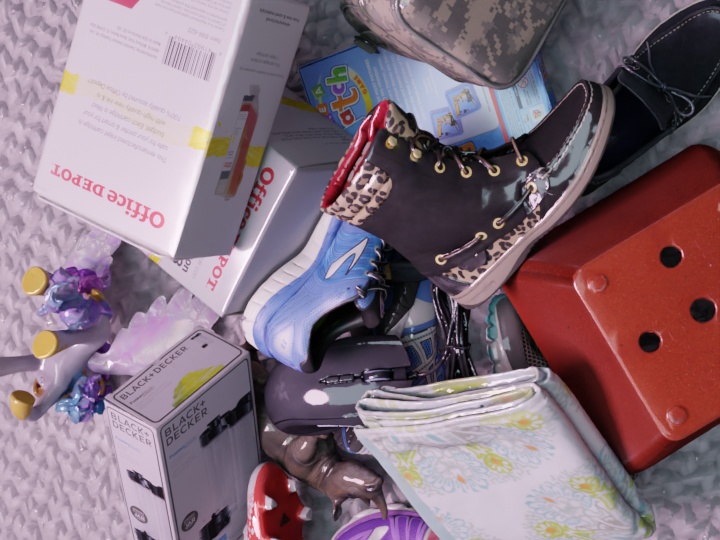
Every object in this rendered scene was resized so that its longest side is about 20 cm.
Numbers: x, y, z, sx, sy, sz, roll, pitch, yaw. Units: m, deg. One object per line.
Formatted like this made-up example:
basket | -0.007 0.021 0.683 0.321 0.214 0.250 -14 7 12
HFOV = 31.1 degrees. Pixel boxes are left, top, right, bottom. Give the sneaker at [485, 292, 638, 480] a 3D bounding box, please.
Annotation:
sneaker | 0.168 0.105 1.076 0.091 0.078 0.201 -23 94 6

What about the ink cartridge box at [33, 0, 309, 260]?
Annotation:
ink cartridge box | -0.143 -0.126 0.957 0.145 0.083 0.201 25 103 25

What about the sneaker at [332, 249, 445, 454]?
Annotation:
sneaker | 0.035 0.062 1.114 0.076 0.077 0.201 15 89 60

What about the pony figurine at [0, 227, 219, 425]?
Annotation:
pony figurine | -0.248 0.057 1.156 0.166 0.200 0.193 37 91 18

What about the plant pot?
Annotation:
plant pot | 0.236 0.029 0.952 0.200 0.176 0.200 -31 87 1

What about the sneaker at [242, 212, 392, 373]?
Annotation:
sneaker | 0.000 0.000 1.029 0.089 0.079 0.200 37 87 30

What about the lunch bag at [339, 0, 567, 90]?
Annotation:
lunch bag | 0.077 -0.252 0.990 0.139 0.168 0.201 28 91 -31

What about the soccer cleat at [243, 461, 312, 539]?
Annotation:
soccer cleat | -0.084 0.264 1.157 0.085 0.069 0.201 1 112 32

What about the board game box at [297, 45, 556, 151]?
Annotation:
board game box | 0.062 -0.133 1.091 0.199 0.037 0.152 -18 91 19

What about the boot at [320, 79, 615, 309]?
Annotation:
boot | 0.078 -0.080 0.950 0.150 0.073 0.200 28 117 -17

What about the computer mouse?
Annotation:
computer mouse | 0.000 0.061 1.051 0.199 0.046 0.141 -6 77 27

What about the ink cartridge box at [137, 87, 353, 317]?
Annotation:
ink cartridge box | -0.113 -0.080 1.076 0.200 0.144 0.146 37 112 21

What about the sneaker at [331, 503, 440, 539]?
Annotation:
sneaker | 0.062 0.250 1.114 0.199 0.083 0.081 -2 96 19

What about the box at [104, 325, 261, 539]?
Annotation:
box | -0.145 0.162 1.107 0.060 0.117 0.201 24 134 30

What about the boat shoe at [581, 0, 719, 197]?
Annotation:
boat shoe | 0.224 -0.134 1.009 0.200 0.062 0.075 -43 88 2

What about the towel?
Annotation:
towel | 0.108 0.153 0.987 0.171 0.048 0.200 -11 133 35

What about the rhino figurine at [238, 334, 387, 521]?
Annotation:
rhino figurine | -0.049 0.149 1.148 0.200 0.060 0.088 42 131 9
